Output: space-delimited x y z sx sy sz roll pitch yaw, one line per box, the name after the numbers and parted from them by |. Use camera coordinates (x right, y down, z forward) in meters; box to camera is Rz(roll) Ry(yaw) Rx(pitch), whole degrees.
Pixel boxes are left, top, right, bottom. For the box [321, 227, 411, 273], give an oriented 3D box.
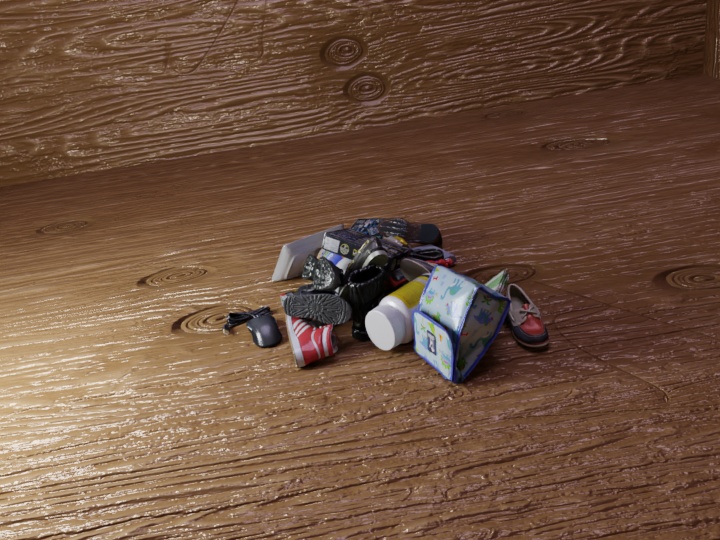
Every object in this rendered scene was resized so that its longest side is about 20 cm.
0.017 -0.056 1.818 0.195 0.050 0.161 19 17 18 | box

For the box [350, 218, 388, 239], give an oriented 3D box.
0.037 -0.105 2.158 0.154 0.047 0.201 0 26 18 | box

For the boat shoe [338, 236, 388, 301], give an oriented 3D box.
0.000 0.000 1.696 0.070 0.202 0.062 3 52 -36 | boat shoe

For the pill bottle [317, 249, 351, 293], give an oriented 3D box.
-0.038 0.005 1.858 0.109 0.115 0.200 -17 24 -19 | pill bottle

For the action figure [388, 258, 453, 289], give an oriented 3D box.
0.163 0.008 1.844 0.195 0.067 0.052 -19 42 -21 | action figure

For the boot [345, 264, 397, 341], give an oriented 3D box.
0.042 0.052 1.665 0.078 0.162 0.211 10 29 28 | boot

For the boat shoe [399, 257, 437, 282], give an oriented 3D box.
0.192 0.016 1.763 0.196 0.072 0.063 26 46 20 | boat shoe

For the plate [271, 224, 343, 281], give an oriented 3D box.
-0.145 -0.040 1.969 0.196 0.201 0.033 -23 71 -28 | plate

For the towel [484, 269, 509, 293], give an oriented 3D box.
0.269 0.086 1.595 0.152 0.023 0.201 -40 8 32 | towel

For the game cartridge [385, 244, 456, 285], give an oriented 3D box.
0.153 -0.019 1.945 0.196 0.042 0.132 -21 23 -25 | game cartridge

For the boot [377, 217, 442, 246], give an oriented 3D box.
0.151 -0.104 2.067 0.195 0.077 0.097 11 -10 25 | boot

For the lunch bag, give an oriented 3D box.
0.194 0.113 1.464 0.125 0.205 0.170 18 8 -29 | lunch bag

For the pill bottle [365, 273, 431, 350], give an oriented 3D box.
0.110 0.096 1.605 0.113 0.117 0.198 16 33 43 | pill bottle

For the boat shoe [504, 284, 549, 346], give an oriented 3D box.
0.366 0.100 1.554 0.069 0.064 0.201 -7 25 -2 | boat shoe

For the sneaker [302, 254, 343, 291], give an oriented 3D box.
-0.074 0.009 1.659 0.089 0.078 0.200 19 6 -21 | sneaker

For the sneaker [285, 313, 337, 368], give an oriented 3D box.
-0.113 0.145 1.626 0.109 0.073 0.201 -15 32 -6 | sneaker

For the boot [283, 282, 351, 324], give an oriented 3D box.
-0.088 0.075 1.669 0.160 0.068 0.200 10 5 6 | boot

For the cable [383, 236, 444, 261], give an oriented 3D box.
0.132 -0.056 1.923 0.196 0.052 0.096 10 31 40 | cable

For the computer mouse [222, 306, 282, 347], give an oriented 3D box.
-0.274 0.135 1.734 0.136 0.047 0.200 -13 24 -12 | computer mouse

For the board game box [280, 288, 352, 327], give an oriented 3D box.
-0.115 0.091 1.790 0.123 0.036 0.199 -18 26 -22 | board game box
